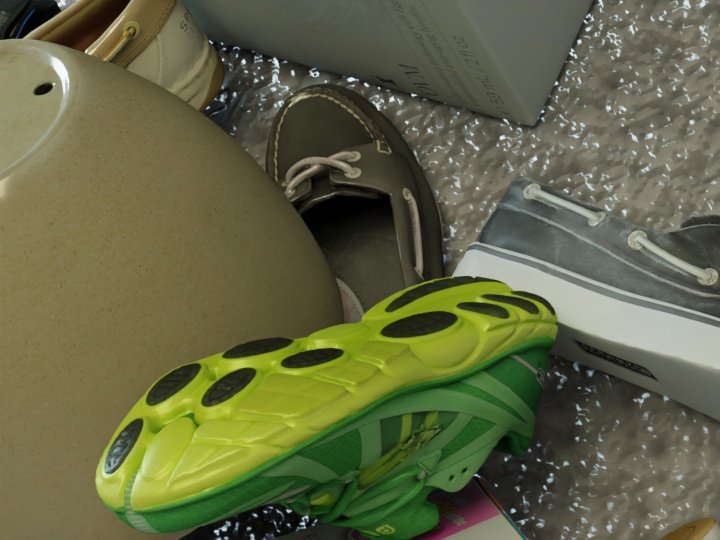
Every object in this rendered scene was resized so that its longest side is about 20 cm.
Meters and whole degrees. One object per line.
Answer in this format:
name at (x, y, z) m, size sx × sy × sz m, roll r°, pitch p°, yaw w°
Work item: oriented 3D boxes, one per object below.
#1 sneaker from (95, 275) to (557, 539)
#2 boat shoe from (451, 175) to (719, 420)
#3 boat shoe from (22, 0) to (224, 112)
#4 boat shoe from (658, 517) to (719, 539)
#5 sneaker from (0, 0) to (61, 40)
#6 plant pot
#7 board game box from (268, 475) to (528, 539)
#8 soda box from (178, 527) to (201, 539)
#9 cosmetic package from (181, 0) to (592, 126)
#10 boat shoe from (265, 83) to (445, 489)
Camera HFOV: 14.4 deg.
sneaker at (-0.002, 0.061, 0.989) m, size 0.074 × 0.199 × 0.084 m, roll 14°, pitch 113°, yaw 46°
boat shoe at (0.128, 0.013, 1.057) m, size 0.199 × 0.072 × 0.068 m, roll 20°, pitch 75°, yaw 36°
boat shoe at (-0.156, -0.061, 1.166) m, size 0.199 × 0.069 × 0.074 m, roll -31°, pitch 32°, yaw -6°
boat shoe at (0.079, 0.177, 0.999) m, size 0.069 × 0.071 × 0.200 m, roll 41°, pitch 71°, yaw -2°
sneaker at (-0.182, -0.135, 1.258) m, size 0.111 × 0.073 × 0.201 m, roll -4°, pitch 72°, yaw 17°
plant pot at (-0.120, -0.005, 1.043) m, size 0.199 × 0.135 × 0.201 m, roll -14°, pitch 38°, yaw 12°
board game box at (-0.030, 0.138, 0.986) m, size 0.199 × 0.041 × 0.153 m, roll -17°, pitch 15°, yaw -7°
soda box at (-0.164, 0.106, 1.108) m, size 0.199 × 0.064 × 0.068 m, roll -15°, pitch 20°, yaw 10°
cosmetic package at (-0.021, -0.173, 1.128) m, size 0.199 × 0.199 × 0.123 m, roll 18°, pitch 73°, yaw 29°
boat shoe at (0.000, 0.000, 1.119) m, size 0.067 × 0.057 × 0.201 m, roll -22°, pitch 59°, yaw 11°
